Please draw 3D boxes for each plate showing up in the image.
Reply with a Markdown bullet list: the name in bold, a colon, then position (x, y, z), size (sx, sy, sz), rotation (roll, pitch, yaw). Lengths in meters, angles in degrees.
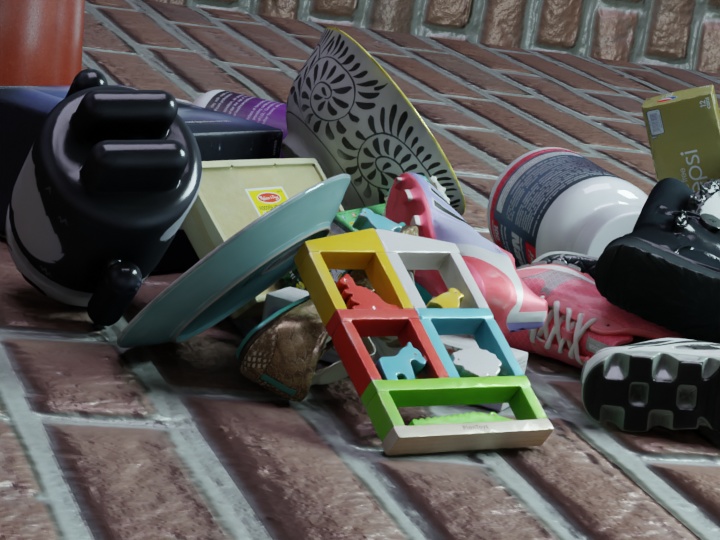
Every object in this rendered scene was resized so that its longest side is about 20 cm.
- **plate**: position (-0.082, 0.002, 1.515), size (0.026, 0.200, 0.200), rotation (54, 23, 6)

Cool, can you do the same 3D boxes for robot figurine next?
- **robot figurine**: position (-0.190, -0.055, 1.589), size (0.125, 0.200, 0.150), rotation (32, 55, -4)

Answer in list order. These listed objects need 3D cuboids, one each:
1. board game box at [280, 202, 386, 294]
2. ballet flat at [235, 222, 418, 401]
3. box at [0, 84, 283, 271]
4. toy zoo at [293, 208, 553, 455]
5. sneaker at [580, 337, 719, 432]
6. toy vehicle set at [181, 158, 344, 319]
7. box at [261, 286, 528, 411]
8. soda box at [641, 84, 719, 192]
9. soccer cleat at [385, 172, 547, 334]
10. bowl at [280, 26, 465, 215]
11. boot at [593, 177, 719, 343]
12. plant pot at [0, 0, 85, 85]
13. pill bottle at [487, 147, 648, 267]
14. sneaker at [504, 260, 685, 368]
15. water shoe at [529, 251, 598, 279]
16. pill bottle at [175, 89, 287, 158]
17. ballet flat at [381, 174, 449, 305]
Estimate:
- **board game box**: position (0.000, 0.000, 1.725), size (0.105, 0.023, 0.200), rotation (52, 26, 14)
- **ballet flat**: position (-0.007, 0.035, 1.531), size (0.065, 0.071, 0.200), rotation (42, 49, 12)
- **box**: position (-0.208, -0.083, 1.841), size (0.198, 0.123, 0.200), rotation (17, 14, 35)
- **toy zoo**: position (0.036, 0.038, 1.479), size (0.131, 0.020, 0.200), rotation (0, 49, -35)
- **sneaker**: position (0.258, 0.081, 1.570), size (0.200, 0.074, 0.089), rotation (10, 15, 1)
- **toy vehicle set**: position (-0.066, -0.028, 1.716), size (0.200, 0.026, 0.124), rotation (-6, 65, -60)
- **box**: position (0.023, 0.056, 1.586), size (0.200, 0.039, 0.041), rotation (15, 13, 22)
- **soda box**: position (0.298, -0.056, 1.905), size (0.064, 0.200, 0.068), rotation (-11, 9, 12)
- **soccer cleat**: position (0.073, -0.011, 1.649), size (0.076, 0.067, 0.200), rotation (8, 25, -24)
- **bowl**: position (-0.007, -0.101, 1.874), size (0.094, 0.201, 0.201), rotation (-37, 26, -9)
- **boot**: position (0.292, 0.004, 1.677), size (0.200, 0.077, 0.168), rotation (26, 32, 15)
- **plant pot**: position (-0.339, -0.182, 2.009), size (0.200, 0.196, 0.201), rotation (9, 12, -2)
- **pill bottle**: position (0.198, -0.032, 1.916), size (0.119, 0.120, 0.200), rotation (5, 13, -18)
- **sneaker**: position (0.178, 0.044, 1.678), size (0.200, 0.074, 0.087), rotation (12, 14, 11)
- **water shoe**: position (0.226, 0.029, 1.775), size (0.200, 0.072, 0.079), rotation (19, -7, -5)
- **pill bottle**: position (-0.095, -0.104, 2.035), size (0.200, 0.113, 0.112), rotation (14, 14, 19)
- **ballet flat**: position (0.060, 0.004, 1.721), size (0.072, 0.072, 0.200), rotation (7, 41, -11)
